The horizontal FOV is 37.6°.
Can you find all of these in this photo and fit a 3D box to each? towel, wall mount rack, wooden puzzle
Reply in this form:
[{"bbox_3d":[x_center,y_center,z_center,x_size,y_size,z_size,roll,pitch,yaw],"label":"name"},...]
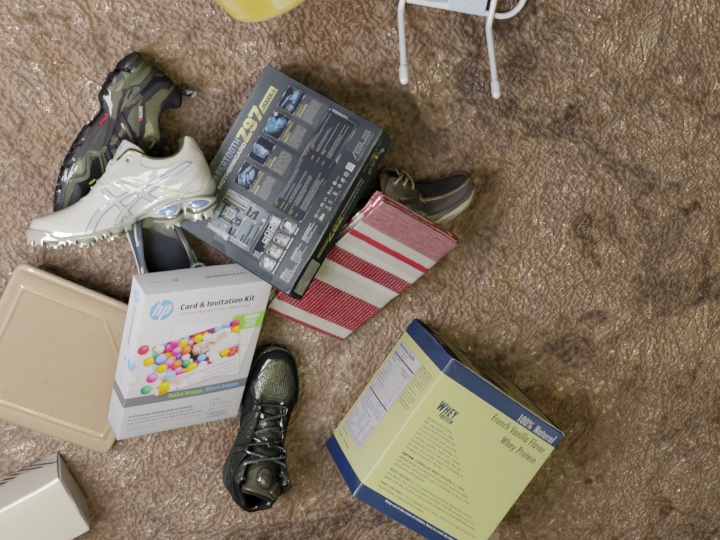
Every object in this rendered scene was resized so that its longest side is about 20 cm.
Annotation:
[{"bbox_3d":[0.000,0.000,1.208,0.199,0.023,0.143,-41,138,23],"label":"towel"},{"bbox_3d":[0.105,-0.292,1.173,0.196,0.075,0.177,5,106,-19],"label":"wall mount rack"},{"bbox_3d":[-0.328,0.099,1.173,0.183,0.037,0.201,24,112,-23],"label":"wooden puzzle"}]

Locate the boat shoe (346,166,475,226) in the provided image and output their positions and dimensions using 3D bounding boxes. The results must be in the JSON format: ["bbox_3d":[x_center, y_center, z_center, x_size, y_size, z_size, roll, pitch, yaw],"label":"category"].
[{"bbox_3d":[0.041,-0.079,1.224,0.197,0.074,0.074,-23,114,-11],"label":"boat shoe"}]

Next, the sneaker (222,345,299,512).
[{"bbox_3d":[-0.108,0.195,1.246,0.075,0.114,0.203,13,101,-23],"label":"sneaker"}]

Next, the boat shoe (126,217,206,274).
[{"bbox_3d":[-0.209,0.003,1.174,0.074,0.062,0.203,-20,114,-16],"label":"boat shoe"}]

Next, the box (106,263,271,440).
[{"bbox_3d":[-0.190,0.088,1.167,0.154,0.041,0.202,-7,128,-35],"label":"box"}]

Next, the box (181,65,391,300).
[{"bbox_3d":[-0.082,-0.094,1.129,0.156,0.051,0.202,29,88,17],"label":"box"}]

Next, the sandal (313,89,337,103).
[{"bbox_3d":[-0.083,-0.105,1.181,0.076,0.043,0.201,37,90,18],"label":"sandal"}]

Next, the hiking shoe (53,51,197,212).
[{"bbox_3d":[-0.250,-0.121,1.111,0.100,0.076,0.202,27,97,-21],"label":"hiking shoe"}]

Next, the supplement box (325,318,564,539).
[{"bbox_3d":[0.101,0.209,1.307,0.199,0.134,0.201,33,96,-25],"label":"supplement box"}]

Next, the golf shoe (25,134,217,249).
[{"bbox_3d":[-0.246,-0.080,1.072,0.197,0.078,0.099,-16,100,-18],"label":"golf shoe"}]

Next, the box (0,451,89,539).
[{"bbox_3d":[-0.415,0.297,1.201,0.198,0.068,0.083,-26,114,-9],"label":"box"}]

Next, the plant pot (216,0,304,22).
[{"bbox_3d":[-0.120,-0.357,1.023,0.200,0.201,0.190,-38,131,-3],"label":"plant pot"}]
